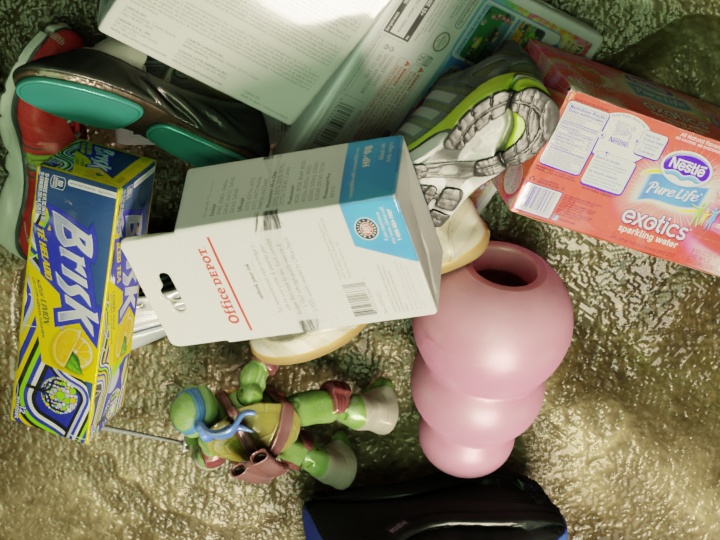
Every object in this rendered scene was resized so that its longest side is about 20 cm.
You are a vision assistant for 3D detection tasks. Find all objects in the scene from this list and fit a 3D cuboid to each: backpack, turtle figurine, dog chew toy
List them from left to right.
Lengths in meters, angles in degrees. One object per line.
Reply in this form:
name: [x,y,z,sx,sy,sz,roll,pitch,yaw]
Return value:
turtle figurine: [-0.082,0.094,1.368,0.193,0.199,0.145,18,86,-36]
backpack: [0.067,0.251,1.402,0.199,0.163,0.169,-11,114,-13]
dog chew toy: [0.094,0.078,1.347,0.124,0.125,0.201,6,124,-6]

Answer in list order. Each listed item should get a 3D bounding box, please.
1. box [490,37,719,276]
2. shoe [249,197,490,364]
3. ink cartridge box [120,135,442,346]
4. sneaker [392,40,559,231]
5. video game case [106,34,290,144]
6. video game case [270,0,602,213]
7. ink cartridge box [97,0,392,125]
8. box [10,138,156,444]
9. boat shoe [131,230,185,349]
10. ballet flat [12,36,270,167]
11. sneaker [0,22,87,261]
box: [0.198,-0.082,1.262,0.199,0.095,0.103,15,116,-24]
shoe: [0.000,0.000,1.281,0.199,0.070,0.054,-30,136,-2]
ink cartridge box: [-0.053,-0.018,1.202,0.198,0.067,0.116,-8,134,15]
sneaker: [0.056,-0.088,1.225,0.199,0.081,0.074,-31,123,27]
video game case: [-0.081,-0.166,1.237,0.198,0.022,0.183,-1,134,-4]
video game case: [0.056,-0.124,1.261,0.181,0.024,0.201,19,115,-36]
ink cartridge box: [-0.059,-0.207,1.155,0.160,0.050,0.200,25,123,-25]
box: [-0.196,0.015,1.222,0.064,0.070,0.201,15,114,11]
boat shoe: [-0.126,0.002,1.297,0.199,0.074,0.067,-27,143,-7]
ballet flat: [-0.151,-0.123,1.211,0.199,0.069,0.068,22,154,-34]
sneaker: [-0.211,-0.085,1.260,0.085,0.077,0.201,25,128,23]
